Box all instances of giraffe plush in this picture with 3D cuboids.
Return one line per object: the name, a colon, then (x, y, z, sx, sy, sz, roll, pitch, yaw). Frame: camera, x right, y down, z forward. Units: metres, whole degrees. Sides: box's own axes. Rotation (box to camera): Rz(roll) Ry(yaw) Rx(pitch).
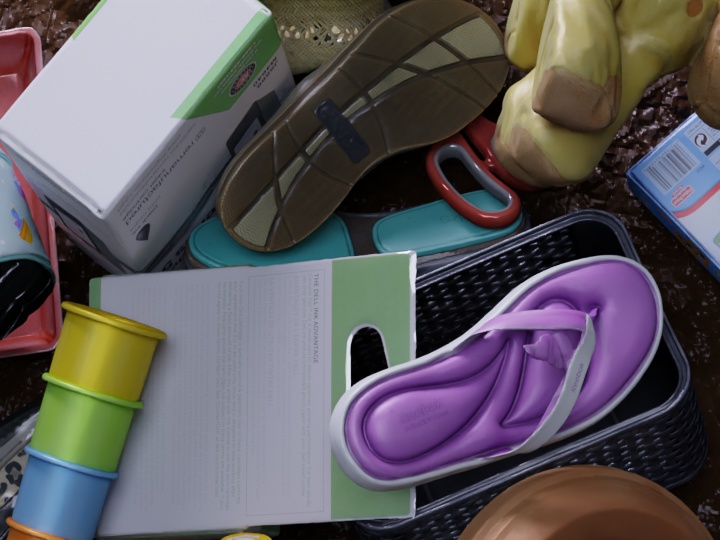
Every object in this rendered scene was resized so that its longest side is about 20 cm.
giraffe plush: (0.173, -0.135, 1.615, 0.161, 0.173, 0.201, 10, 87, -7)

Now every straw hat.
straw hat: (-0.028, -0.159, 1.716, 0.200, 0.201, 0.086, -2, 114, 7)

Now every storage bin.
storage bin: (0.077, 0.072, 1.624, 0.199, 0.094, 0.136, -23, 59, 0)

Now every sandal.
sandal: (-0.005, -0.086, 1.664, 0.200, 0.054, 0.081, -39, 109, -14)
sandal: (0.080, 0.057, 1.520, 0.202, 0.050, 0.083, -29, 90, -20)

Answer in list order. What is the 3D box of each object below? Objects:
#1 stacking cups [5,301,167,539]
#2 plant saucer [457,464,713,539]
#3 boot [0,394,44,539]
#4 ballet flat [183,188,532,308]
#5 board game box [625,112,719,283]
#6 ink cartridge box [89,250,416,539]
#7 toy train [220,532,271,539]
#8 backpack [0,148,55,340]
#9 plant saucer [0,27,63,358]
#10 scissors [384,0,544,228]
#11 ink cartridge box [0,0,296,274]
stacking cups: (-0.162, 0.119, 1.582, 0.060, 0.060, 0.201, 19, 92, 13)
plant saucer: (0.124, 0.202, 1.543, 0.199, 0.037, 0.202, 1, 87, -30)
boot: (-0.161, 0.151, 1.661, 0.203, 0.073, 0.154, -34, 96, -31)
ballet flat: (0.000, 0.000, 1.679, 0.198, 0.073, 0.074, -7, 72, -5)
board game box: (0.272, -0.030, 1.670, 0.151, 0.037, 0.200, -41, 71, -5)
ink cartridge box: (-0.053, 0.070, 1.591, 0.199, 0.048, 0.147, -5, 78, 23)
toy train: (-0.060, 0.224, 1.589, 0.200, 0.056, 0.151, -42, 78, 36)
backpack: (-0.274, -0.007, 1.631, 0.199, 0.176, 0.154, -16, 76, -1)
plant saucer: (-0.275, -0.032, 1.747, 0.198, 0.037, 0.201, -8, 73, 5)
scissors: (0.038, -0.098, 1.704, 0.073, 0.014, 0.200, -32, 59, -20)
ink cartridge box: (-0.111, -0.079, 1.653, 0.084, 0.200, 0.146, 37, 82, 14)
